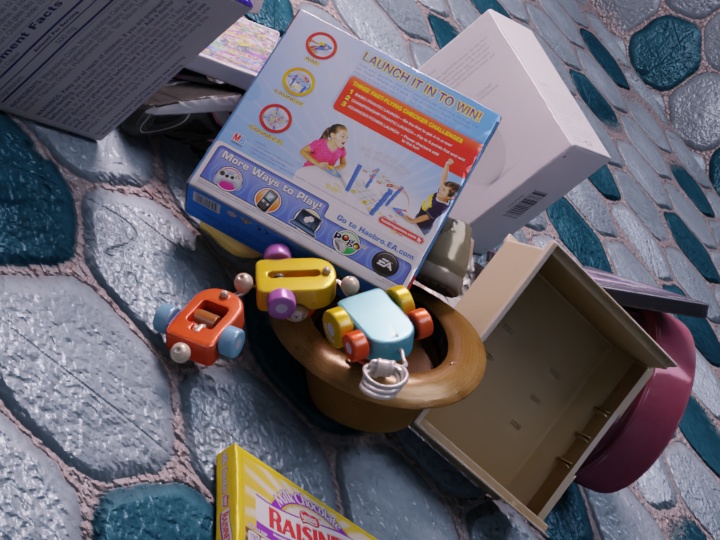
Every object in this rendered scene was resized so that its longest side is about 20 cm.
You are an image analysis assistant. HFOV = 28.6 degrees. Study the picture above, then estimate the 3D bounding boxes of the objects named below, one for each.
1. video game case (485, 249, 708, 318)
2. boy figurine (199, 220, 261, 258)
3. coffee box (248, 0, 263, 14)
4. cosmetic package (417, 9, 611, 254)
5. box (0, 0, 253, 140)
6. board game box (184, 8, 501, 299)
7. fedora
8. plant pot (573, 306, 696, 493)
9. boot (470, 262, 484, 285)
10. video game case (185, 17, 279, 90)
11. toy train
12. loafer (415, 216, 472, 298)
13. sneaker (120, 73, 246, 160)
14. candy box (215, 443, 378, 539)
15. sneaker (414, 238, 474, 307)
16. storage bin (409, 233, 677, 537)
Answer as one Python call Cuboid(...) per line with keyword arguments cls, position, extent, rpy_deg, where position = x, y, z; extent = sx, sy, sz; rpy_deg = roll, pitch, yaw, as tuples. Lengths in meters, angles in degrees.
Cuboid(cls="video game case", position=(0.237, 0.013, 1.442), extent=(0.142, 0.019, 0.200), rpy_deg=(9, 7, -27))
Cuboid(cls="boy figurine", position=(-0.071, -0.070, 1.255), extent=(0.064, 0.125, 0.200), rpy_deg=(33, 47, 8))
Cuboid(cls="coffee box", position=(-0.179, -0.313, 1.370), extent=(0.114, 0.080, 0.200), rpy_deg=(26, 15, 22))
Cuboid(cls="cosmetic package", position=(0.150, -0.159, 1.665), extent=(0.123, 0.199, 0.201), rpy_deg=(7, 51, -58))
Cuboid(cls="box", position=(-0.221, -0.209, 1.066), extent=(0.200, 0.184, 0.105), rpy_deg=(15, 45, -56))
Cuboid(cls="board game box", position=(-0.013, -0.090, 1.179), extent=(0.199, 0.056, 0.196), rpy_deg=(29, 65, 3))
Cuboid(cls="fedora", position=(0.007, 0.075, 1.183), extent=(0.199, 0.082, 0.201), rpy_deg=(13, 29, -7))
Cuboid(cls="plant pot", position=(0.213, 0.104, 1.453), extent=(0.178, 0.200, 0.200), rpy_deg=(26, 31, -16))
Cuboid(cls="boot", position=(0.072, 0.003, 1.478), extent=(0.132, 0.070, 0.200), rpy_deg=(45, 13, -11))
Cuboid(cls="video game case", position=(-0.150, -0.218, 1.306), extent=(0.142, 0.018, 0.200), rpy_deg=(20, 20, -7))
Cuboid(cls="toy train", position=(-0.048, 0.052, 1.072), extent=(0.199, 0.056, 0.150), rpy_deg=(16, 41, 15))
Cuboid(cls="loafer", position=(0.036, -0.036, 1.276), extent=(0.200, 0.068, 0.076), rpy_deg=(30, -5, 47))
Cuboid(cls="sneaker", position=(-0.127, -0.126, 1.263), extent=(0.199, 0.087, 0.080), rpy_deg=(-8, 24, -42))
Cuboid(cls="candy box", position=(-0.028, 0.214, 1.030), extent=(0.200, 0.026, 0.102), rpy_deg=(39, 24, -30))
Cuboid(cls="sneaker", position=(0.082, 0.011, 1.374), extent=(0.201, 0.092, 0.076), rpy_deg=(60, 4, 31))
Cuboid(cls="storage bin", position=(0.157, 0.106, 1.288), extent=(0.198, 0.200, 0.094), rpy_deg=(42, -9, -23))
